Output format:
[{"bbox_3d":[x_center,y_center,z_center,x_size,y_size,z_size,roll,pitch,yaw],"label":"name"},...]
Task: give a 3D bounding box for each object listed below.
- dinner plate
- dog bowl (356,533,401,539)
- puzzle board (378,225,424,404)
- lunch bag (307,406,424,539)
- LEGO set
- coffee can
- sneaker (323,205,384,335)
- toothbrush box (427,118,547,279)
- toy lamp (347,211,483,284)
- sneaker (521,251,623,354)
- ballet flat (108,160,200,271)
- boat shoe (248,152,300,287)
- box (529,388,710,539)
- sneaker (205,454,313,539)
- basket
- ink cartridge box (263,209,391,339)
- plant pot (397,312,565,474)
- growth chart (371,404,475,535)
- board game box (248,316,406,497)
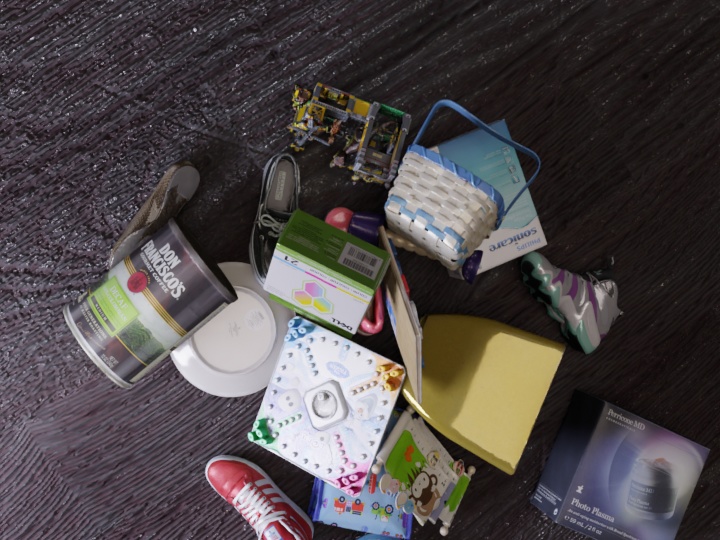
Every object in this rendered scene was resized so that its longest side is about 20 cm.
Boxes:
[{"bbox_3d":[-0.191,0.089,1.433,0.196,0.024,0.204,-1,93,-11],"label":"dinner plate"},{"bbox_3d":[0.022,0.503,1.457,0.109,0.050,0.204,7,104,-8],"label":"dog bowl"},{"bbox_3d":[0.058,0.060,1.328,0.017,0.202,0.152,-12,138,-5],"label":"puzzle board"},{"bbox_3d":[0.014,0.287,1.453,0.148,0.094,0.204,12,82,-8],"label":"lunch bag"},{"bbox_3d":[-0.022,-0.175,1.383,0.197,0.153,0.118,22,72,-17],"label":"LEGO set"},{"bbox_3d":[-0.292,0.045,1.344,0.199,0.146,0.147,-39,98,-2],"label":"coffee can"},{"bbox_3d":[0.000,0.000,1.429,0.073,0.087,0.204,-18,95,-9],"label":"sneaker"},{"bbox_3d":[0.176,-0.106,1.454,0.144,0.085,0.203,-22,96,-7],"label":"toothbrush box"},{"bbox_3d":[0.077,-0.036,1.393,0.197,0.058,0.059,21,89,4],"label":"toy lamp"},{"bbox_3d":[0.342,0.015,1.494,0.140,0.078,0.201,-42,116,-10],"label":"sneaker"},{"bbox_3d":[-0.303,-0.074,1.398,0.067,0.046,0.202,30,93,-41],"label":"ballet flat"},{"bbox_3d":[-0.119,-0.072,1.410,0.072,0.068,0.203,11,89,-12],"label":"boat shoe"},{"bbox_3d":[0.403,0.321,1.498,0.197,0.123,0.201,23,87,-10],"label":"box"},{"bbox_3d":[-0.149,0.356,1.404,0.199,0.113,0.071,40,99,-9],"label":"sneaker"},{"bbox_3d":[0.130,-0.121,1.331,0.175,0.139,0.201,34,82,14],"label":"basket"},{"bbox_3d":[-0.059,0.033,1.334,0.146,0.201,0.076,25,48,2],"label":"ink cartridge box"},{"bbox_3d":[0.161,0.157,1.418,0.197,0.196,0.197,23,89,1],"label":"plant pot"},{"bbox_3d":[0.095,0.303,1.433,0.200,0.018,0.146,49,51,-29],"label":"growth chart"},{"bbox_3d":[-0.054,0.196,1.396,0.197,0.026,0.203,23,96,23],"label":"board game box"}]
